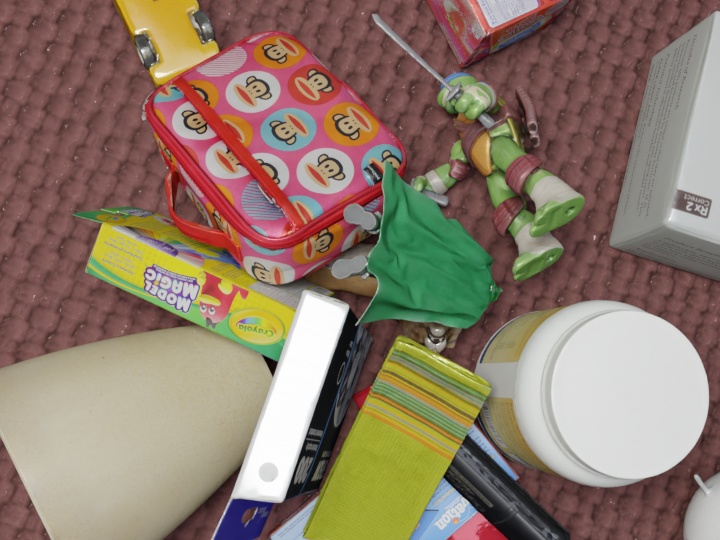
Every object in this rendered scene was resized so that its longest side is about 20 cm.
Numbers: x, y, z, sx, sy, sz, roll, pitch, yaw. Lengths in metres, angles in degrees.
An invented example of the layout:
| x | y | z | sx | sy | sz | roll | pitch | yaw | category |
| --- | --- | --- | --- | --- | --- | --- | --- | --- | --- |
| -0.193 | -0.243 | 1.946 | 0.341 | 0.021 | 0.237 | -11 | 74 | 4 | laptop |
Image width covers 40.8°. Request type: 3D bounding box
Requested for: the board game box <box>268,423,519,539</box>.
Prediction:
| x | y | z | sx | sy | sz | roll | pitch | yaw | category |
| --- | --- | --- | --- | --- | --- | --- | --- | --- | --- |
| 0.029 | 0.204 | 0.843 | 0.200 | 0.019 | 0.103 | -39 | 89 | -3 | board game box |

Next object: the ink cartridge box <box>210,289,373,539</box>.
| x | y | z | sx | sy | sz | roll | pitch | yaw | category |
| --- | --- | --- | --- | --- | --- | --- | --- | --- | --- |
| -0.048 | 0.128 | 0.763 | 0.043 | 0.198 | 0.201 | 20 | 82 | 9 | ink cartridge box |

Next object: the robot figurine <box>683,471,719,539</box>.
| x | y | z | sx | sy | sz | roll | pitch | yaw | category |
| --- | --- | --- | --- | --- | --- | --- | --- | --- | --- |
| 0.372 | 0.242 | 0.850 | 0.199 | 0.113 | 0.170 | 19 | 80 | -6 | robot figurine |

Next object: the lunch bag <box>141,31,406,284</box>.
| x | y | z | sx | sy | sz | roll | pitch | yaw | category |
| --- | --- | --- | --- | --- | --- | --- | --- | --- | --- |
| -0.079 | -0.089 | 0.779 | 0.176 | 0.082 | 0.200 | -32 | 63 | -19 | lunch bag |

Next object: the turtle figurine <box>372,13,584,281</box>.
| x | y | z | sx | sy | sz | roll | pitch | yaw | category |
| --- | --- | --- | --- | --- | --- | --- | --- | --- | --- |
| 0.084 | -0.087 | 0.821 | 0.144 | 0.200 | 0.194 | -51 | 58 | 29 | turtle figurine |

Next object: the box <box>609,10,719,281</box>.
| x | y | z | sx | sy | sz | roll | pitch | yaw | category |
| --- | --- | --- | --- | --- | --- | --- | --- | --- | --- |
| 0.358 | -0.094 | 0.876 | 0.198 | 0.131 | 0.201 | 17 | 82 | -6 | box |

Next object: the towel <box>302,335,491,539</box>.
| x | y | z | sx | sy | sz | roll | pitch | yaw | category |
| --- | --- | --- | --- | --- | --- | --- | --- | --- | --- |
| 0.026 | 0.157 | 0.790 | 0.086 | 0.018 | 0.201 | 27 | 107 | 7 | towel |

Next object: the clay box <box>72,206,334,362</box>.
| x | y | z | sx | sy | sz | roll | pitch | yaw | category |
| --- | --- | --- | --- | --- | --- | --- | --- | --- | --- |
| -0.130 | 0.005 | 0.789 | 0.199 | 0.115 | 0.048 | 23 | 100 | 9 | clay box |

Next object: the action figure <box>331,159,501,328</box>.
| x | y | z | sx | sy | sz | roll | pitch | yaw | category |
| --- | --- | --- | --- | --- | --- | --- | --- | --- | --- |
| 0.056 | 0.001 | 0.757 | 0.055 | 0.200 | 0.119 | 10 | 83 | 38 | action figure |

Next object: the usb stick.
| x | y | z | sx | sy | sz | roll | pitch | yaw | category |
| --- | --- | --- | --- | --- | --- | --- | --- | --- | --- |
| 0.093 | 0.169 | 0.811 | 0.200 | 0.055 | 0.033 | 44 | 59 | 0 | usb stick |

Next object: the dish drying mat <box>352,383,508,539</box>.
| x | y | z | sx | sy | sz | roll | pitch | yaw | category |
| --- | --- | --- | --- | --- | --- | --- | --- | --- | --- |
| 0.076 | 0.178 | 0.865 | 0.077 | 0.018 | 0.200 | -32 | 90 | -7 | dish drying mat |

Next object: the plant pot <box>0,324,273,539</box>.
| x | y | z | sx | sy | sz | roll | pitch | yaw | category |
| --- | --- | --- | --- | --- | --- | --- | --- | --- | --- |
| -0.171 | 0.125 | 0.770 | 0.199 | 0.187 | 0.188 | -26 | 88 | -23 | plant pot |

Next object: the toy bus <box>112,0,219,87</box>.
| x | y | z | sx | sy | sz | roll | pitch | yaw | category |
| --- | --- | --- | --- | --- | --- | --- | --- | --- | --- |
| -0.189 | -0.253 | 0.842 | 0.065 | 0.078 | 0.201 | -25 | 88 | -11 | toy bus |

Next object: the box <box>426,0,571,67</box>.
| x | y | z | sx | sy | sz | roll | pitch | yaw | category |
| --- | --- | --- | --- | --- | --- | --- | --- | --- | --- |
| 0.098 | -0.303 | 0.879 | 0.099 | 0.095 | 0.201 | -27 | 88 | -10 | box |

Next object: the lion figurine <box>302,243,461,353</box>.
| x | y | z | sx | sy | sz | roll | pitch | yaw | category |
| --- | --- | --- | --- | --- | --- | --- | --- | --- | --- |
| 0.000 | 0.000 | 0.845 | 0.199 | 0.123 | 0.073 | 20 | 48 | 10 | lion figurine |

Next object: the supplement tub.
| x | y | z | sx | sy | sz | roll | pitch | yaw | category |
| --- | --- | --- | --- | --- | --- | --- | --- | --- | --- |
| 0.182 | 0.100 | 0.795 | 0.144 | 0.200 | 0.145 | 1 | 84 | -8 | supplement tub |
